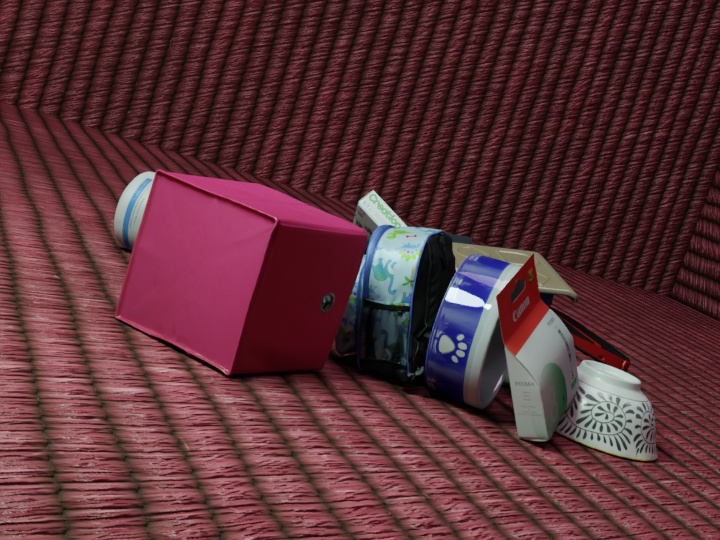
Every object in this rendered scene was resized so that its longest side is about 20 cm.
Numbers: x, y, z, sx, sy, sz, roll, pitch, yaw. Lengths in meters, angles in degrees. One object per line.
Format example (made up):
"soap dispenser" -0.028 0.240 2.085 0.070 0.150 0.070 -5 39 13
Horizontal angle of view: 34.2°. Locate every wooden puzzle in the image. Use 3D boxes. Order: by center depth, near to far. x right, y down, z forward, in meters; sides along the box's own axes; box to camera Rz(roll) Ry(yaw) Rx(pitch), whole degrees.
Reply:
"wooden puzzle" 0.215 0.006 1.796 0.200 0.046 0.185 11 18 -12

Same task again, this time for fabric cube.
"fabric cube" -0.144 0.003 1.445 0.200 0.197 0.199 24 9 30

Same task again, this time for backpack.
"backpack" 0.047 0.037 1.618 0.147 0.200 0.183 9 6 18

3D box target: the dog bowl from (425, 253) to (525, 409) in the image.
"dog bowl" 0.161 0.081 1.585 0.079 0.200 0.200 18 7 19

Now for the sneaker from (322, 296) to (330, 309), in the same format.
"sneaker" -0.087 0.042 1.751 0.081 0.074 0.200 29 18 15

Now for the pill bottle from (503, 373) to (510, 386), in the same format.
"pill bottle" 0.227 0.107 1.871 0.112 0.112 0.200 17 9 -11

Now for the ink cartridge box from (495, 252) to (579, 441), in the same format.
"ink cartridge box" 0.235 0.097 1.525 0.050 0.200 0.161 1 21 26

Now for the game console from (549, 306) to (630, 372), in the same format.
"game console" 0.309 0.089 1.800 0.177 0.031 0.200 25 8 -30

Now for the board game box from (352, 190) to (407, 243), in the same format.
"board game box" 0.068 -0.020 1.764 0.200 0.035 0.126 48 -14 8

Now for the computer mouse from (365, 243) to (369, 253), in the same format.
"computer mouse" -0.077 -0.023 1.718 0.200 0.046 0.140 4 5 30

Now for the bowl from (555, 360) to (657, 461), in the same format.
"bowl" 0.342 0.187 1.666 0.200 0.094 0.201 18 9 -3

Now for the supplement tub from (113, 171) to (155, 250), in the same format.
"supplement tub" -0.273 -0.066 1.845 0.200 0.132 0.132 22 9 17

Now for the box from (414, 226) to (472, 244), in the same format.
"box" 0.078 -0.005 2.072 0.182 0.104 0.200 -8 -9 33
